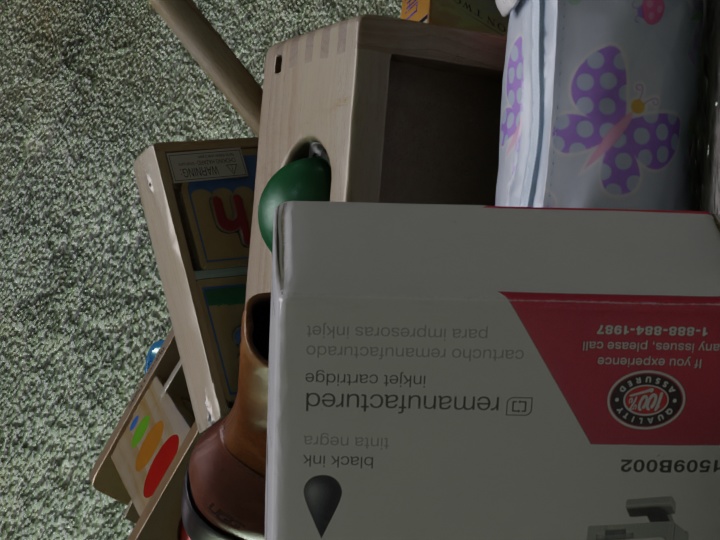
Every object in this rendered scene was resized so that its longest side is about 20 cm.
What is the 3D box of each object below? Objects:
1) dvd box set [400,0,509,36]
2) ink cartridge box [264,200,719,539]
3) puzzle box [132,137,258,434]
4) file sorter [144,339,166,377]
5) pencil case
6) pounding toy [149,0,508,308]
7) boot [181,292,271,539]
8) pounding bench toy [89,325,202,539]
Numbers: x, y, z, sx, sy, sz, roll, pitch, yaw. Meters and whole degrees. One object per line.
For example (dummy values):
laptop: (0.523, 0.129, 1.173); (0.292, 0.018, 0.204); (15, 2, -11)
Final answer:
dvd box set: (0.087, -0.129, 1.074); (0.029, 0.146, 0.200); (-40, 31, 40)
ink cartridge box: (0.042, 0.085, 0.672); (0.083, 0.146, 0.200); (-95, 6, -67)
puzzle box: (0.000, 0.000, 0.981); (0.025, 0.200, 0.133); (-36, 66, 54)
file sorter: (-0.022, 0.103, 1.291); (0.123, 0.200, 0.139); (-8, 83, 64)
pencil case: (0.090, -0.042, 0.819); (0.091, 0.083, 0.200); (2, -89, -61)
pounding toy: (0.016, -0.031, 0.914); (0.142, 0.200, 0.184); (175, 100, -65)
boot: (0.033, 0.067, 0.799); (0.200, 0.188, 0.069); (118, 167, -61)
pounding bench toy: (-0.024, 0.066, 1.033); (0.200, 0.124, 0.156); (-60, 18, 2)
